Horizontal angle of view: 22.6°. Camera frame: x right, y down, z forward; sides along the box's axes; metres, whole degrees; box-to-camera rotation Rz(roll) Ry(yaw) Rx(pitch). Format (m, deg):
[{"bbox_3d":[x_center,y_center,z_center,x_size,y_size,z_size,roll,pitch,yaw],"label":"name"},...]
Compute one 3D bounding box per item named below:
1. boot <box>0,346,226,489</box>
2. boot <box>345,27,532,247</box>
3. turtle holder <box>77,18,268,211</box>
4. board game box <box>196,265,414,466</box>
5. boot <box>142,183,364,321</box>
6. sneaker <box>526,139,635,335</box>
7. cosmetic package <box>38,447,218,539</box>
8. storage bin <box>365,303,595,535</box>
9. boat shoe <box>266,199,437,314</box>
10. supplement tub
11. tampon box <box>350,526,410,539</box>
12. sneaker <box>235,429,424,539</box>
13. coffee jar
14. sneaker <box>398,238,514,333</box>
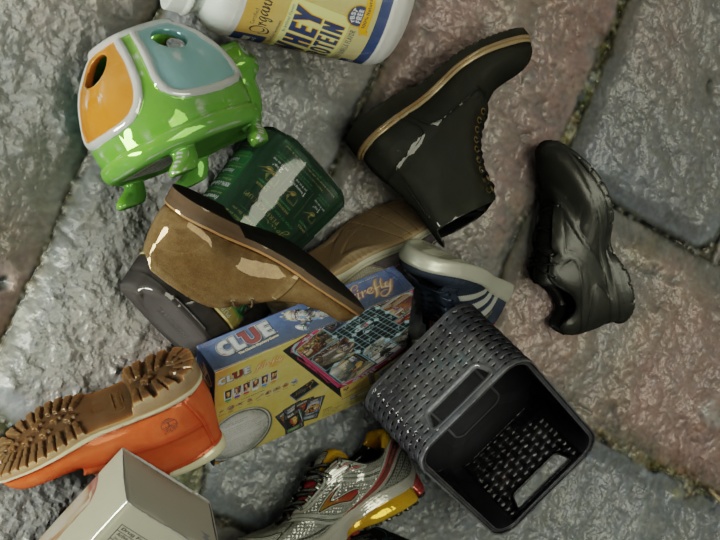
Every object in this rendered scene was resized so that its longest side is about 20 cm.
[{"bbox_3d":[-0.212,0.152,1.520,0.200,0.075,0.107,-22,124,3],"label":"boot"},{"bbox_3d":[0.106,-0.121,1.657,0.200,0.077,0.138,-36,75,-10],"label":"boot"},{"bbox_3d":[-0.150,-0.145,1.515,0.185,0.141,0.132,-25,89,-20],"label":"turtle holder"},{"bbox_3d":[-0.050,0.084,1.595,0.200,0.035,0.136,-22,143,-23],"label":"board game box"},{"bbox_3d":[-0.090,0.004,1.509,0.200,0.074,0.075,28,98,-22],"label":"boot"},{"bbox_3d":[0.201,-0.028,1.751,0.091,0.076,0.200,-22,101,-18],"label":"sneaker"},{"bbox_3d":[-0.219,0.258,1.488,0.103,0.087,0.200,38,105,-25],"label":"cosmetic package"},{"bbox_3d":[0.112,0.138,1.646,0.135,0.094,0.200,-45,141,-1],"label":"storage bin"},{"bbox_3d":[0.000,0.000,1.648,0.200,0.072,0.065,-33,127,-27],"label":"boat shoe"},{"bbox_3d":[-0.061,-0.263,1.539,0.200,0.144,0.144,10,89,-16],"label":"supplement tub"},{"bbox_3d":[0.007,0.323,1.597,0.150,0.200,0.126,-11,99,-27],"label":"tampon box"},{"bbox_3d":[-0.037,0.209,1.643,0.200,0.078,0.082,-27,102,-34],"label":"sneaker"},{"bbox_3d":[-0.113,-0.024,1.572,0.200,0.085,0.104,-49,113,-17],"label":"coffee jar"},{"bbox_3d":[0.081,0.030,1.648,0.085,0.075,0.200,-64,152,1],"label":"sneaker"}]
